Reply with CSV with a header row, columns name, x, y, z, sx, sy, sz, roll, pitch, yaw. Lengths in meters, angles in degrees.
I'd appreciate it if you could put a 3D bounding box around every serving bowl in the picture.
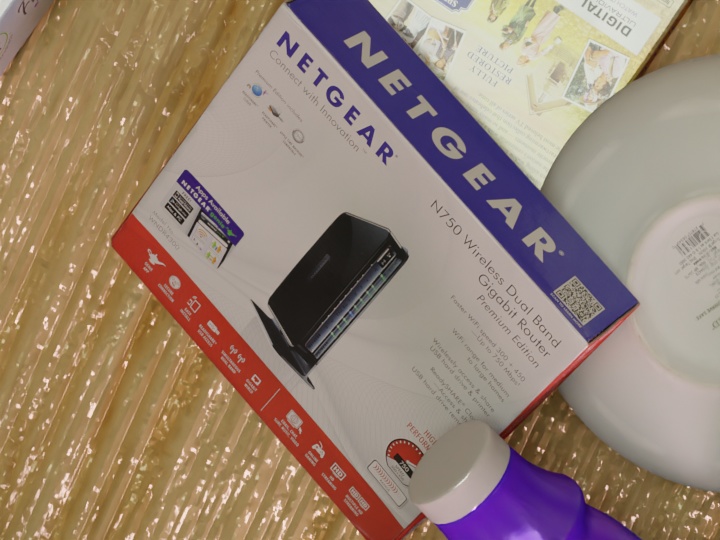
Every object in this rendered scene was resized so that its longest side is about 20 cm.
name,x,y,z,sx,sy,sz,roll,pitch,yaw
serving bowl,0.164,0.005,1.000,0.199,0.066,0.202,2,97,17

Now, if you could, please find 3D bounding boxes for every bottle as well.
name,x,y,z,sx,sy,sz,roll,pitch,yaw
bottle,0.102,0.147,0.996,0.200,0.083,0.065,45,71,-19

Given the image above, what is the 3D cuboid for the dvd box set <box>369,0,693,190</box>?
name,x,y,z,sx,sy,sz,roll,pitch,yaw
dvd box set,0.053,-0.099,1.076,0.146,0.029,0.201,34,93,9

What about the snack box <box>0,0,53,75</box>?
name,x,y,z,sx,sy,sz,roll,pitch,yaw
snack box,-0.198,-0.193,1.114,0.142,0.053,0.200,38,95,10

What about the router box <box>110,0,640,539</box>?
name,x,y,z,sx,sy,sz,roll,pitch,yaw
router box,0.000,0.000,1.028,0.200,0.049,0.180,48,132,9
